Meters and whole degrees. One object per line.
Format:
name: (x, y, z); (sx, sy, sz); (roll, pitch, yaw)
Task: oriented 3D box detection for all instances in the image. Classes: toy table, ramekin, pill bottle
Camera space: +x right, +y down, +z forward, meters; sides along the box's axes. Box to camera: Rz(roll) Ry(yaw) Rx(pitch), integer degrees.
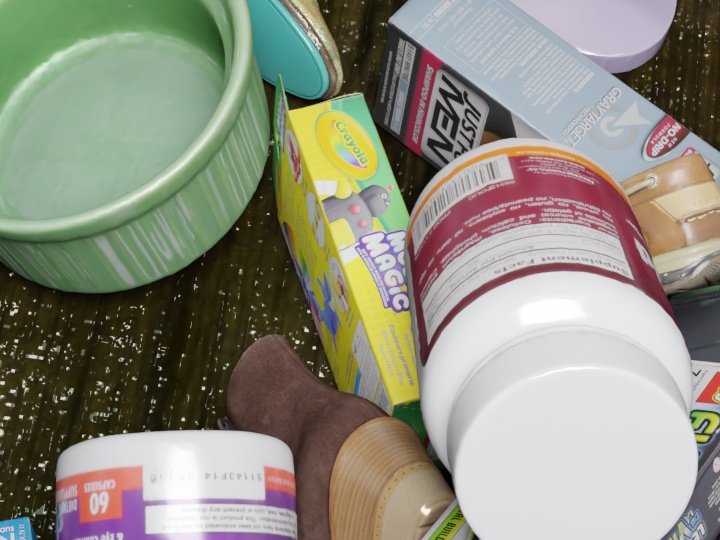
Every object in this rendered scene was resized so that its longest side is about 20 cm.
toy table: (0.121, -0.229, 1.109); (0.184, 0.117, 0.200); (-38, 70, -21)
ramekin: (-0.144, -0.086, 1.000); (0.198, 0.098, 0.201); (-5, 61, 10)
pill bottle: (-0.081, 0.179, 0.833); (0.111, 0.111, 0.201); (-2, 75, -5)
pill bottle: (0.080, 0.032, 0.800); (0.113, 0.115, 0.200); (2, 28, -3)

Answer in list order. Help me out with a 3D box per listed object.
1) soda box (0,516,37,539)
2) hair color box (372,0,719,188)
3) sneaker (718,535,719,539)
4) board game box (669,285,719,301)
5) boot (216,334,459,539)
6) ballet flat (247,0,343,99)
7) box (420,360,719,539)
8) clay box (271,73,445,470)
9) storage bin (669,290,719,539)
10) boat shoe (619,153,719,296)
soda box: (-0.167, 0.219, 0.836); (0.064, 0.068, 0.201); (-8, 64, -7)
hair color box: (0.103, -0.071, 1.034); (0.200, 0.099, 0.061); (38, 64, 14)
sneaker: (0.239, 0.083, 0.885); (0.092, 0.076, 0.201); (24, 71, 0)
board game box: (0.221, -0.055, 0.978); (0.029, 0.200, 0.135); (32, 65, 11)
boot: (-0.025, 0.151, 0.919); (0.072, 0.201, 0.166); (4, 21, -37)
ballet flat: (-0.080, -0.176, 1.097); (0.199, 0.071, 0.071); (33, 65, 12)
box: (0.096, 0.110, 0.812); (0.110, 0.035, 0.200); (3, 36, 41)
clay box: (0.000, 0.000, 0.980); (0.047, 0.115, 0.201); (-13, 65, -12)
storage bin: (0.199, 0.089, 0.963); (0.199, 0.094, 0.136); (-11, 64, -11)
boat shoe: (0.111, -0.014, 0.960); (0.075, 0.199, 0.074); (-11, 87, -47)
